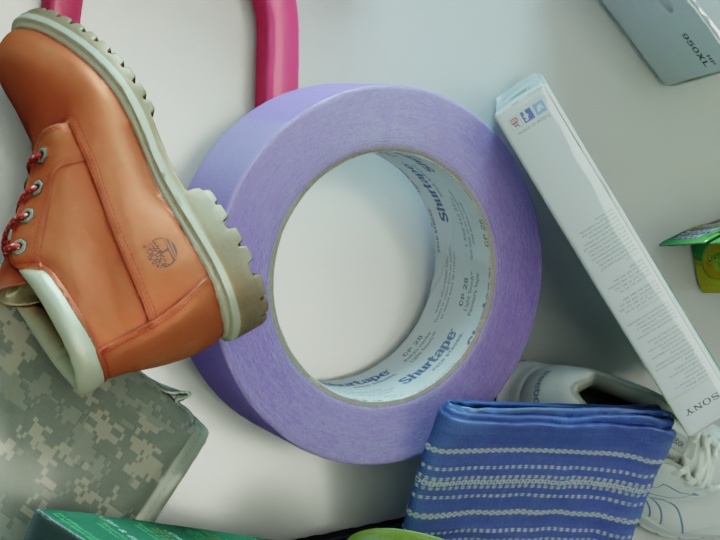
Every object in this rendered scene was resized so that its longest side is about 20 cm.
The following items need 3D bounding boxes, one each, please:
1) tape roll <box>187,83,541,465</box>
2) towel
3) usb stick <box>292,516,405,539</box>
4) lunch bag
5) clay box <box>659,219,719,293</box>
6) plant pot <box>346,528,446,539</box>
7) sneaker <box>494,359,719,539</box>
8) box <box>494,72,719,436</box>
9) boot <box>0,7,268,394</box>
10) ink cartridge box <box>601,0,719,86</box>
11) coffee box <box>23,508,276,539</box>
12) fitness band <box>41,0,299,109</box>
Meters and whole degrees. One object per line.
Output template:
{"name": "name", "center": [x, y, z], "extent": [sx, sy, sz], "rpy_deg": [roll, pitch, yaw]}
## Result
{"name": "tape roll", "center": [0.000, 0.000, 0.808], "extent": [0.198, 0.066, 0.202], "rpy_deg": [-4, 99, -27]}
{"name": "towel", "center": [0.087, 0.158, 0.824], "extent": [0.143, 0.024, 0.202], "rpy_deg": [3, 118, -20]}
{"name": "usb stick", "center": [-0.026, 0.176, 0.828], "extent": [0.198, 0.033, 0.056], "rpy_deg": [-8, 92, -21]}
{"name": "lunch bag", "center": [-0.191, 0.104, 0.726], "extent": [0.164, 0.117, 0.201], "rpy_deg": [39, 80, -13]}
{"name": "clay box", "center": [0.295, -0.025, 0.911], "extent": [0.198, 0.115, 0.048], "rpy_deg": [-17, 94, -19]}
{"name": "plant pot", "center": [0.016, 0.238, 0.711], "extent": [0.200, 0.200, 0.194], "rpy_deg": [36, 60, -15]}
{"name": "sneaker", "center": [0.176, 0.110, 0.876], "extent": [0.198, 0.087, 0.075], "rpy_deg": [22, 74, -20]}
{"name": "box", "center": [0.140, -0.016, 0.834], "extent": [0.036, 0.144, 0.201], "rpy_deg": [-30, 96, 10]}
{"name": "boot", "center": [-0.139, -0.036, 0.703], "extent": [0.107, 0.075, 0.201], "rpy_deg": [-28, 69, -21]}
{"name": "ink cartridge box", "center": [0.228, -0.234, 0.910], "extent": [0.200, 0.084, 0.145], "rpy_deg": [-44, 102, -17]}
{"name": "coffee box", "center": [-0.099, 0.184, 0.706], "extent": [0.200, 0.044, 0.124], "rpy_deg": [22, 90, -57]}
{"name": "fitness band", "center": [-0.104, -0.106, 0.812], "extent": [0.142, 0.037, 0.202], "rpy_deg": [3, 88, -23]}
